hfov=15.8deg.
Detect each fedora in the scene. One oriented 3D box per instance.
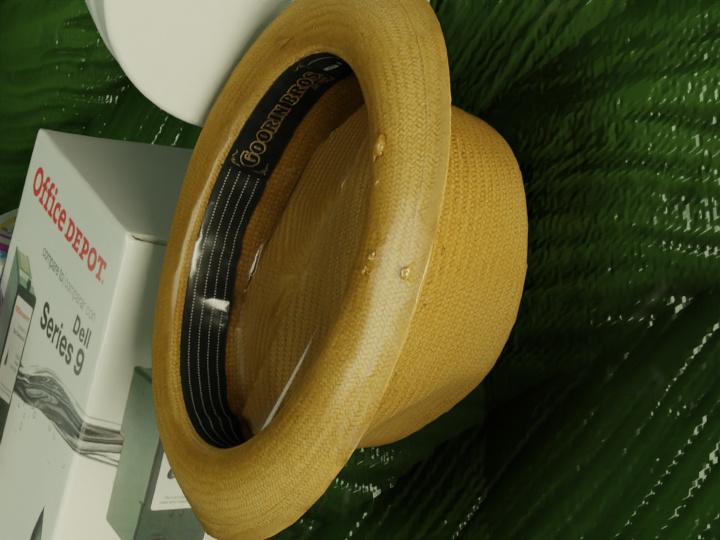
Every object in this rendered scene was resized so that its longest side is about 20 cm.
[{"bbox_3d":[0.000,0.000,0.884,0.200,0.081,0.202,-35,48,51],"label":"fedora"}]

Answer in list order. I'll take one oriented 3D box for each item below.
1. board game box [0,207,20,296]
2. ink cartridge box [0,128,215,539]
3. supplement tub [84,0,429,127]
[{"bbox_3d":[-0.183,0.053,1.132,0.034,0.200,0.135,21,112,18],"label":"board game box"},{"bbox_3d":[-0.102,0.058,1.070,0.146,0.084,0.201,43,120,60],"label":"ink cartridge box"},{"bbox_3d":[-0.060,-0.158,0.997,0.133,0.131,0.200,-67,29,27],"label":"supplement tub"}]
